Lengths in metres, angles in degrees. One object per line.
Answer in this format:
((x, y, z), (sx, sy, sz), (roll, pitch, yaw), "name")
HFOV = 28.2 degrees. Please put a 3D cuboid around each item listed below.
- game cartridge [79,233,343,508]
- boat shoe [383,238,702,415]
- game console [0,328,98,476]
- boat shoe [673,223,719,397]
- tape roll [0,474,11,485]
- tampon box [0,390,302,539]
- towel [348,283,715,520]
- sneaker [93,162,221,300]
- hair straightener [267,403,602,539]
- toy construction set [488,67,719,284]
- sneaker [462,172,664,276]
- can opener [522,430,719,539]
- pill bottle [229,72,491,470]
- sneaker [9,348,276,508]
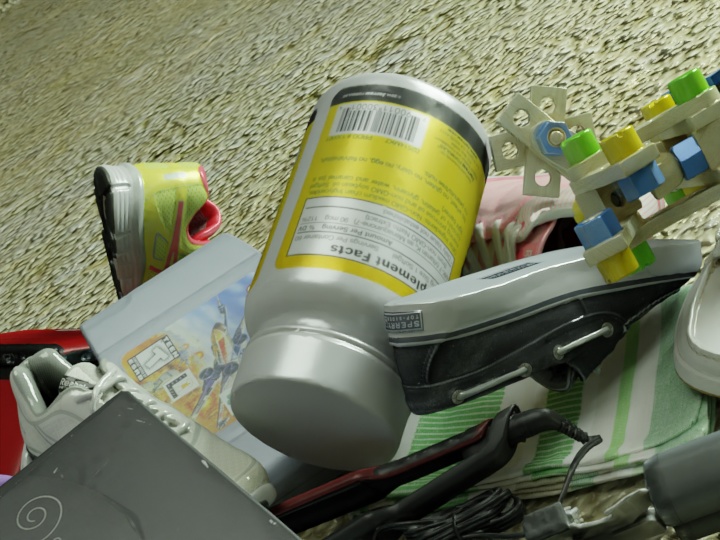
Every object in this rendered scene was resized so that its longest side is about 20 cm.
((-0.080, 0.063, 0.879), (0.133, 0.042, 0.200), (-36, 49, -6), "game cartridge")
((0.103, 0.028, 0.754), (0.198, 0.069, 0.071), (-15, 7, -33), "boat shoe")
((-0.261, 0.112, 1.087), (0.198, 0.121, 0.171), (-3, 4, 43), "game console")
((0.216, -0.017, 0.745), (0.070, 0.070, 0.200), (17, 46, 26), "boat shoe")
((-0.234, 0.166, 0.772), (0.197, 0.067, 0.200), (4, 7, -1), "tape roll")
((-0.056, 0.175, 0.485), (0.126, 0.201, 0.149), (-39, 45, -22), "tampon box")
((0.095, 0.071, 0.779), (0.198, 0.024, 0.153), (-18, 26, 24), "towel")
((-0.147, -0.020, 1.082), (0.089, 0.079, 0.200), (-15, -20, -14), "sneaker")
((0.032, 0.129, 0.714), (0.198, 0.041, 0.078), (-24, 59, 14), "hair straightener")
((0.143, -0.056, 0.748), (0.130, 0.093, 0.200), (-31, 17, -3), "toy construction set")
((0.083, -0.013, 0.875), (0.198, 0.076, 0.105), (-14, 15, 22), "sneaker")
((0.149, 0.107, 0.626), (0.198, 0.053, 0.067), (-28, 59, 15), "can opener")
((0.000, 0.000, 0.802), (0.113, 0.114, 0.202), (-9, 50, 37), "pill bottle")
((-0.127, 0.095, 0.777), (0.198, 0.082, 0.075), (10, 29, 42), "sneaker")
